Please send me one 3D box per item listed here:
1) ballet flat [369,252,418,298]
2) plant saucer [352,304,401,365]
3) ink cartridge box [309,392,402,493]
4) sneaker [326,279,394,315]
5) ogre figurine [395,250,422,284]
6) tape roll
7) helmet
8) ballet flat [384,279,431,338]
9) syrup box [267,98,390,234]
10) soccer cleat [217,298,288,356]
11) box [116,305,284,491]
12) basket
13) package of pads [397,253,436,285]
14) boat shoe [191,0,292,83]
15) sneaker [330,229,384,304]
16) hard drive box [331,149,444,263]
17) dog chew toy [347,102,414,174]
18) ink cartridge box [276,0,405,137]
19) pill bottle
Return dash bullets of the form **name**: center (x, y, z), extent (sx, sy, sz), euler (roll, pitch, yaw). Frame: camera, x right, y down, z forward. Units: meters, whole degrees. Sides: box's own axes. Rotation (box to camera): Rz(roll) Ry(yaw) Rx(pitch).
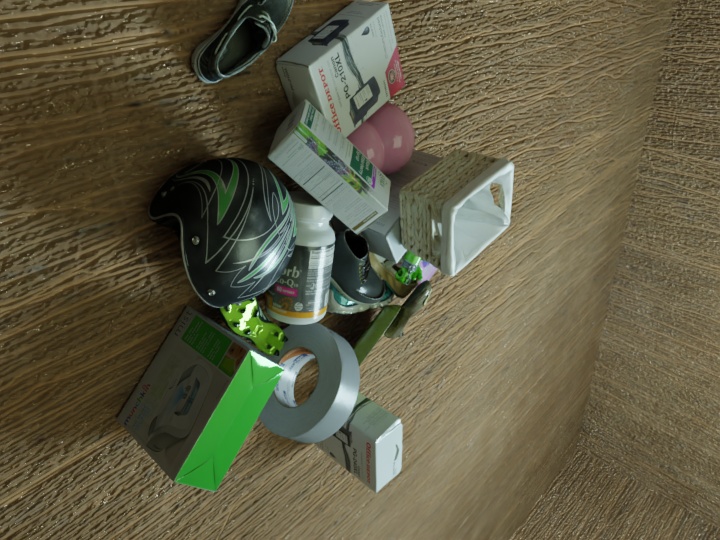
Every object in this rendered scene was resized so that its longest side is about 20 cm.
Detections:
- **ballet flat**: center (0.050, -0.020, 1.178), extent (0.062, 0.070, 0.199), euler (-31, 129, 22)
- **plant saucer**: center (0.015, 0.146, 1.210), extent (0.202, 0.031, 0.200), euler (-53, 177, -4)
- **ink cartridge box**: center (-0.011, 0.343, 1.209), extent (0.082, 0.197, 0.150), euler (-28, 129, -38)
- **sneaker**: center (0.005, 0.039, 1.183), extent (0.197, 0.076, 0.083), euler (-10, 103, -52)
- **ogre figurine**: center (0.138, -0.060, 1.155), extent (0.195, 0.098, 0.123), euler (-16, 135, -34)
- **tape roll**: center (-0.099, 0.198, 1.026), extent (0.066, 0.197, 0.205), euler (35, 81, -52)
- **helmet**: center (-0.180, -0.055, 0.799), extent (0.197, 0.187, 0.206), euler (-28, 129, -40)
- **ballet flat**: center (0.105, 0.091, 1.223), extent (0.068, 0.046, 0.201), euler (-50, 176, -45)
- **syrup box**: center (-0.044, -0.159, 0.905), extent (0.198, 0.081, 0.080), euler (38, 38, -26)
- **soccer cleat**: center (-0.191, 0.077, 0.943), extent (0.068, 0.080, 0.202), euler (-54, 143, -19)
- **box**: center (-0.240, 0.187, 0.863), extent (0.204, 0.174, 0.097), euler (-59, 142, -9)
- **basket**: center (0.168, -0.111, 1.010), extent (0.198, 0.121, 0.139), euler (-36, 135, -34)
- **package of pads**: center (0.123, -0.068, 1.270), extent (0.122, 0.074, 0.202), euler (-53, 141, -22)
- **boat shoe**: center (-0.148, -0.330, 0.799), extent (0.202, 0.070, 0.073), euler (-55, 141, -17)
- **sneaker**: center (0.000, 0.000, 1.076), extent (0.198, 0.104, 0.077), euler (35, 56, -35)
- **hard drive box**: center (0.058, -0.135, 1.088), extent (0.201, 0.153, 0.078), euler (-50, 141, -19)
- **dog chew toy**: center (0.003, -0.216, 1.016), extent (0.197, 0.123, 0.128), euler (-30, 130, -27)
- **ink cartridge box**: center (-0.027, -0.324, 0.943), extent (0.200, 0.083, 0.147), euler (-46, 138, -25)
- **pill bottle**: center (-0.102, -0.023, 0.979), extent (0.114, 0.114, 0.207), euler (-13, 118, -46)
